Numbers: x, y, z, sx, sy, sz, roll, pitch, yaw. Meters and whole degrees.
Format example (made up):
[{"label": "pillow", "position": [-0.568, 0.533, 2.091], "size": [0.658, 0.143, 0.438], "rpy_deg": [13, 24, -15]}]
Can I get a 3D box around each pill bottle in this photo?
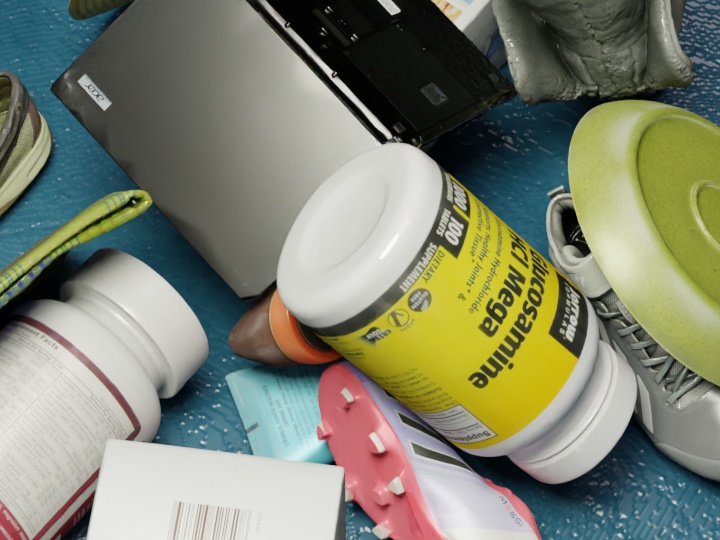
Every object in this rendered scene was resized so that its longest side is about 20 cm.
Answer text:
[{"label": "pill bottle", "position": [-0.182, 0.087, 1.342], "size": [0.109, 0.110, 0.200], "rpy_deg": [34, 64, 18]}, {"label": "pill bottle", "position": [0.058, 0.030, 1.309], "size": [0.200, 0.112, 0.113], "rpy_deg": [39, 55, -28]}]

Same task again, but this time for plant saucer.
[{"label": "plant saucer", "position": [0.205, -0.022, 1.393], "size": [0.199, 0.031, 0.201], "rpy_deg": [27, 44, -29]}]

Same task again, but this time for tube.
[{"label": "tube", "position": [0.025, 0.061, 1.401], "size": [0.198, 0.051, 0.078], "rpy_deg": [-20, 60, -6]}]

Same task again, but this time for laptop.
[{"label": "laptop", "position": [-0.041, -0.107, 1.391], "size": [0.177, 0.103, 0.200], "rpy_deg": [47, 41, 11]}]

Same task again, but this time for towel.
[{"label": "towel", "position": [-0.199, 0.011, 1.350], "size": [0.143, 0.200, 0.023], "rpy_deg": [-39, 96, -25]}]

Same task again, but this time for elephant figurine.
[{"label": "elephant figurine", "position": [0.146, -0.154, 1.414], "size": [0.155, 0.201, 0.141], "rpy_deg": [-34, 30, -26]}]

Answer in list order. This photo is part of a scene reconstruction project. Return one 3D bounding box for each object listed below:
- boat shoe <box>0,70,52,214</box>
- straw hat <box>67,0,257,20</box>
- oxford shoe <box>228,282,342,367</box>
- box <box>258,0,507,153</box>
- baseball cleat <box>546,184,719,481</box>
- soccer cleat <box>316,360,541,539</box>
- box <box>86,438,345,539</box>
[{"label": "boat shoe", "position": [-0.260, -0.040, 1.436], "size": [0.071, 0.066, 0.201], "rpy_deg": [16, 55, 28]}, {"label": "straw hat", "position": [-0.086, -0.188, 1.483], "size": [0.201, 0.201, 0.085], "rpy_deg": [-42, 88, -23]}, {"label": "oxford shoe", "position": [0.000, 0.000, 1.412], "size": [0.199, 0.072, 0.072], "rpy_deg": [-27, 98, -44]}, {"label": "box", "position": [-0.003, -0.123, 1.476], "size": [0.112, 0.102, 0.200], "rpy_deg": [32, 64, 16]}, {"label": "baseball cleat", "position": [0.161, 0.035, 1.382], "size": [0.070, 0.106, 0.200], "rpy_deg": [-40, 58, 6]}, {"label": "soccer cleat", "position": [0.049, 0.130, 1.345], "size": [0.076, 0.067, 0.200], "rpy_deg": [-24, 68, -37]}, {"label": "box", "position": [-0.074, 0.181, 1.234], "size": [0.123, 0.201, 0.098], "rpy_deg": [6, 59, 3]}]
